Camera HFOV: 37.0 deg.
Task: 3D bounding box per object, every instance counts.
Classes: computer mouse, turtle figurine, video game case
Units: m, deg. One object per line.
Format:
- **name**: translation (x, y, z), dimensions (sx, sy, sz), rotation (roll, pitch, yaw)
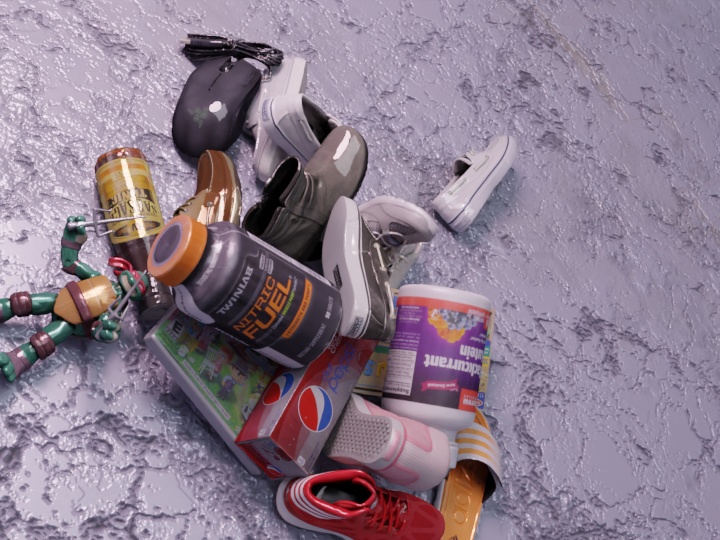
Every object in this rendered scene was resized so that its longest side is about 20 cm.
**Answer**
- **computer mouse**: translation (-0.184, -0.232, 1.363), dimensions (0.138, 0.053, 0.201), rotation (10, 57, 7)
- **turtle figurine**: translation (-0.288, 0.031, 1.111), dimensions (0.199, 0.101, 0.150), rotation (-27, 59, -19)
- **video game case**: translation (-0.124, 0.091, 1.193), dimensions (0.200, 0.022, 0.182), rotation (54, 47, -19)

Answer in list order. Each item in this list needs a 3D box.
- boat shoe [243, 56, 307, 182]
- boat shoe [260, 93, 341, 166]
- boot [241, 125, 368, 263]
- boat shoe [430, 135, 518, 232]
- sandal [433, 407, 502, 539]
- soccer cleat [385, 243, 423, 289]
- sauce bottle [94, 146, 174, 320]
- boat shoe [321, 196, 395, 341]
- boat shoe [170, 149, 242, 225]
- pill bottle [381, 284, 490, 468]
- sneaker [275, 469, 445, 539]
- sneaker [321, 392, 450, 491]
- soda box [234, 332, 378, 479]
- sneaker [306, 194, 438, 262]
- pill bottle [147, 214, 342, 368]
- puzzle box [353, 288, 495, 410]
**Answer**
- **boat shoe**: translation (-0.119, -0.203, 1.408), dimensions (0.068, 0.072, 0.201), rotation (9, 64, 6)
- **boat shoe**: translation (-0.049, -0.163, 1.370), dimensions (0.200, 0.065, 0.074), rotation (29, 56, -58)
- **boot**: translation (-0.059, -0.101, 1.256), dimensions (0.068, 0.131, 0.201), rotation (25, 77, 18)
- **boat shoe**: translation (0.165, -0.142, 1.543), dimensions (0.067, 0.074, 0.200), rotation (40, 48, -8)
- **sandal**: translation (0.135, 0.248, 1.276), dimensions (0.079, 0.059, 0.207), rotation (28, 53, -24)
- **soccer cleat**: translation (0.024, -0.003, 1.354), dimensions (0.070, 0.086, 0.200), rotation (39, 48, -6)
- **sauce bottle**: translation (-0.249, -0.042, 1.215), dimensions (0.066, 0.066, 0.201), rotation (-5, 63, -35)
- **boat shoe**: translation (0.000, 0.000, 1.215), dimensions (0.063, 0.071, 0.201), rotation (14, 45, -23)
- **boat shoe**: translation (-0.182, -0.055, 1.263), dimensions (0.074, 0.076, 0.201), rotation (7, 57, -25)
- **pill bottle**: translation (0.084, 0.124, 1.254), dimensions (0.111, 0.111, 0.201), rotation (13, 82, -26)
- **sneaker**: translation (0.017, 0.262, 1.151), dimensions (0.199, 0.115, 0.079), rotation (13, 72, -20)
- **sneaker**: translation (0.029, 0.191, 1.177), dimensions (0.104, 0.200, 0.076), rotation (26, 83, -22)
- **soda box**: translation (-0.056, 0.130, 1.190), dimensions (0.070, 0.063, 0.200), rotation (49, 48, -23)
- **sneaker**: translation (0.006, -0.037, 1.315), dimensions (0.075, 0.199, 0.082), rotation (43, 55, -42)
- **pill bottle**: translation (-0.123, 0.018, 1.123), dimensions (0.200, 0.106, 0.107), rotation (31, 47, -34)
- **puzzle box**: translation (0.073, 0.097, 1.328), dimensions (0.199, 0.025, 0.134), rotation (11, 83, -28)
